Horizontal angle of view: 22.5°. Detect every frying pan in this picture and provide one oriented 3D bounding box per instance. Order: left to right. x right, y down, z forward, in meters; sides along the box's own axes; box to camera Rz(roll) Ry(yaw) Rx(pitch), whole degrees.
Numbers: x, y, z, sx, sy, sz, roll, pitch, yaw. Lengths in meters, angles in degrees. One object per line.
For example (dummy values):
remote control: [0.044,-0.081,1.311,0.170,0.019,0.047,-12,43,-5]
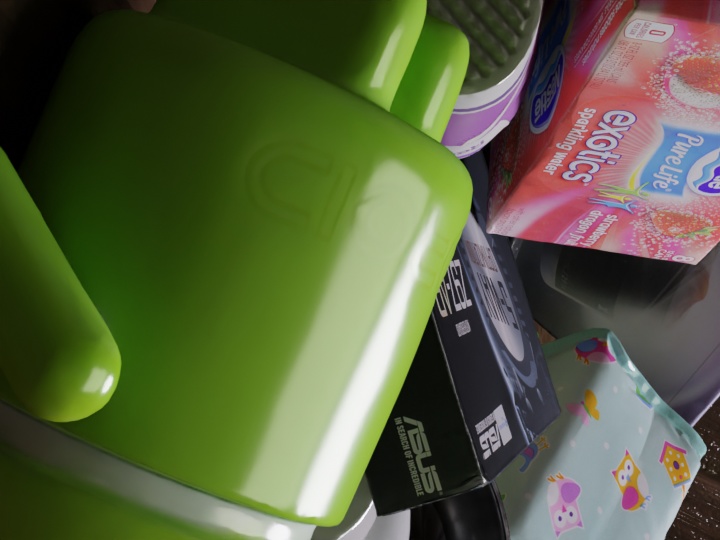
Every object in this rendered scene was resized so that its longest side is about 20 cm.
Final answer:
frying pan: [0.030,0.135,0.844,0.190,0.031,0.116,-166,-102,-72]

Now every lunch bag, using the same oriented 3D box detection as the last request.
lunch bag: [0.065,0.139,0.997,0.199,0.122,0.171,-21,-154,47]

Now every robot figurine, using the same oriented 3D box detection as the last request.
robot figurine: [-0.043,0.012,0.480,0.202,0.115,0.175,-67,161,-1]

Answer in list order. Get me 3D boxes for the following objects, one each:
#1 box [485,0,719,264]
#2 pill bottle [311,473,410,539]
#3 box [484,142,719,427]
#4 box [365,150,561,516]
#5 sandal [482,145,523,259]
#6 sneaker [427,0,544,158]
box: [0.122,-0.086,0.709,0.200,0.102,0.096,119,-23,-66]
pill bottle: [-0.036,0.119,0.770,0.111,0.110,0.201,-58,168,-27]
box: [0.175,-0.047,1.040,0.200,0.198,0.123,-52,174,14]
box: [0.026,0.001,0.739,0.200,0.043,0.162,-10,83,-75]
sandal: [0.069,-0.061,0.916,0.201,0.048,0.076,-75,178,-45]
sneaker: [0.049,-0.140,0.678,0.114,0.072,0.202,74,34,-75]
